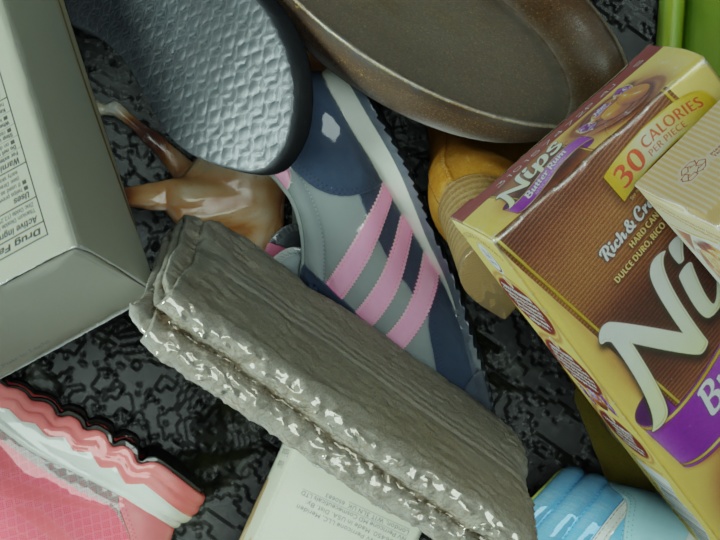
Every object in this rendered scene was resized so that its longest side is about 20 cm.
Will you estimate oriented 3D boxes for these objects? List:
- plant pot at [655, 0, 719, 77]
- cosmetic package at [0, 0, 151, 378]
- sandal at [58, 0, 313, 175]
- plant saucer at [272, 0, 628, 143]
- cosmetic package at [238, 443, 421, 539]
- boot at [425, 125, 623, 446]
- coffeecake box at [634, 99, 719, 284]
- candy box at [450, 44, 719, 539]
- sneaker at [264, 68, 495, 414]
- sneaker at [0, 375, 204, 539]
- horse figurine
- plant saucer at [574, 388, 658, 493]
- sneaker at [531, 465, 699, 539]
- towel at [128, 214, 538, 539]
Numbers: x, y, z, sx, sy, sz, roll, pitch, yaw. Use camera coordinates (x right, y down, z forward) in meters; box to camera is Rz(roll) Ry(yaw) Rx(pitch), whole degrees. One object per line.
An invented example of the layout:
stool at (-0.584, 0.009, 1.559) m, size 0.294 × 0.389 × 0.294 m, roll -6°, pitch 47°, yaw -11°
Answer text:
plant pot at (0.258, -0.116, 0.913) m, size 0.181 × 0.200 × 0.199 m, roll 6°, pitch 85°, yaw -12°
cosmetic package at (-0.174, -0.061, 0.867) m, size 0.103 × 0.073 × 0.200 m, roll -27°, pitch 65°, yaw 14°
sandal at (-0.078, -0.112, 0.884) m, size 0.200 × 0.043 × 0.076 m, roll 44°, pitch 112°, yaw 38°
plant saucer at (0.032, -0.121, 0.908) m, size 0.200 × 0.200 × 0.032 m, roll 29°, pitch 123°, yaw -4°
cosmetic package at (-0.040, 0.177, 0.900) m, size 0.071 × 0.105 × 0.200 m, roll 25°, pitch 82°, yaw -3°
boot at (0.113, 0.000, 0.923) m, size 0.201 × 0.144 × 0.071 m, roll 36°, pitch 116°, yaw -22°
coffeecake box at (0.234, -0.013, 0.774) m, size 0.154 × 0.073 × 0.200 m, roll -45°, pitch 113°, yaw -2°
candy box at (0.143, 0.018, 0.824) m, size 0.117 × 0.056 × 0.200 m, roll -41°, pitch 110°, yaw -6°
sneaker at (0.000, 0.000, 0.922) m, size 0.082 × 0.070 × 0.200 m, roll -24°, pitch 109°, yaw 2°
sneaker at (-0.176, 0.090, 0.906) m, size 0.200 × 0.074 × 0.087 m, roll 28°, pitch 88°, yaw -2°
horse figurine at (-0.062, -0.075, 0.943) m, size 0.132 × 0.050 × 0.200 m, roll 31°, pitch 85°, yaw 2°
plant saucer at (0.234, 0.112, 0.964) m, size 0.200 × 0.048 × 0.200 m, roll -21°, pitch 89°, yaw -8°
sneaker at (0.099, 0.185, 0.937) m, size 0.130 × 0.080 × 0.200 m, roll 22°, pitch 102°, yaw 19°
towel at (-0.008, 0.053, 0.842) m, size 0.200 × 0.133 × 0.034 m, roll 35°, pitch 105°, yaw -8°
